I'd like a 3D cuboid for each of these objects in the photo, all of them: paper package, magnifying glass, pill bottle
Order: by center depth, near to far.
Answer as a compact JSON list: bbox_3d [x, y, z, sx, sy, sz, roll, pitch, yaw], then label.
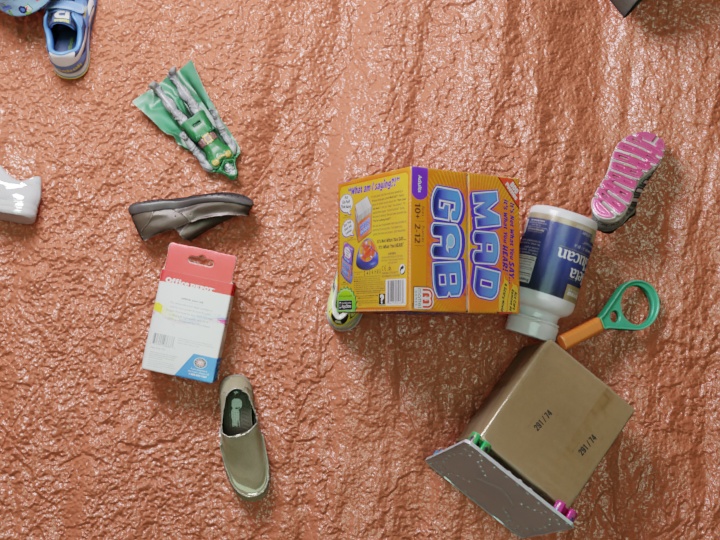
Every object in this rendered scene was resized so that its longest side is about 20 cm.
[{"bbox_3d":[0.285,0.240,1.555,0.190,0.103,0.200,39,73,-5],"label":"paper package"},{"bbox_3d":[0.294,0.007,1.587,0.110,0.111,0.202,17,88,0],"label":"pill bottle"},{"bbox_3d":[0.395,0.076,1.599,0.199,0.022,0.080,-23,93,-22],"label":"magnifying glass"}]

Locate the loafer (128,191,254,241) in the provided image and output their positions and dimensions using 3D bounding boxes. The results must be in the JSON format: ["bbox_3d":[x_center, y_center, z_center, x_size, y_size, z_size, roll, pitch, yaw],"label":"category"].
[{"bbox_3d":[-0.266,-0.083,1.606,0.198,0.073,0.072,-6,97,3],"label":"loafer"}]

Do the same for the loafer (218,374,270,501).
[{"bbox_3d":[-0.188,0.265,1.582,0.075,0.068,0.202,-12,87,-2],"label":"loafer"}]

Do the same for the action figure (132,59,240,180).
[{"bbox_3d":[-0.258,-0.228,1.619,0.118,0.055,0.200,-38,92,-6],"label":"action figure"}]

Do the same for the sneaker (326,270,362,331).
[{"bbox_3d":[0.000,0.000,1.599,0.075,0.076,0.202,15,85,1],"label":"sneaker"}]

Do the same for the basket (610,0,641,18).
[{"bbox_3d":[0.407,-0.536,1.615,0.200,0.136,0.180,42,83,5],"label":"basket"}]

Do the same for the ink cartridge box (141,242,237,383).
[{"bbox_3d":[-0.265,0.067,1.592,0.115,0.067,0.202,12,87,-1],"label":"ink cartridge box"}]

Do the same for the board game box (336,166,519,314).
[{"bbox_3d":[0.098,-0.036,1.506,0.199,0.199,0.202,2,86,-32],"label":"board game box"}]

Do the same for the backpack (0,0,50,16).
[{"bbox_3d":[-0.542,-0.499,1.557,0.200,0.135,0.183,39,86,25],"label":"backpack"}]

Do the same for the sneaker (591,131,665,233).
[{"bbox_3d":[0.424,-0.138,1.624,0.073,0.088,0.200,26,63,17],"label":"sneaker"}]

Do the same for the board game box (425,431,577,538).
[{"bbox_3d":[0.209,0.327,1.530,0.200,0.200,0.026,39,66,0],"label":"board game box"}]

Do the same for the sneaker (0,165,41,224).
[{"bbox_3d":[-0.605,-0.135,1.602,0.198,0.075,0.089,12,74,-7],"label":"sneaker"}]

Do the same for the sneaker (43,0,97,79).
[{"bbox_3d":[-0.464,-0.412,1.608,0.073,0.082,0.202,-2,85,0],"label":"sneaker"}]
